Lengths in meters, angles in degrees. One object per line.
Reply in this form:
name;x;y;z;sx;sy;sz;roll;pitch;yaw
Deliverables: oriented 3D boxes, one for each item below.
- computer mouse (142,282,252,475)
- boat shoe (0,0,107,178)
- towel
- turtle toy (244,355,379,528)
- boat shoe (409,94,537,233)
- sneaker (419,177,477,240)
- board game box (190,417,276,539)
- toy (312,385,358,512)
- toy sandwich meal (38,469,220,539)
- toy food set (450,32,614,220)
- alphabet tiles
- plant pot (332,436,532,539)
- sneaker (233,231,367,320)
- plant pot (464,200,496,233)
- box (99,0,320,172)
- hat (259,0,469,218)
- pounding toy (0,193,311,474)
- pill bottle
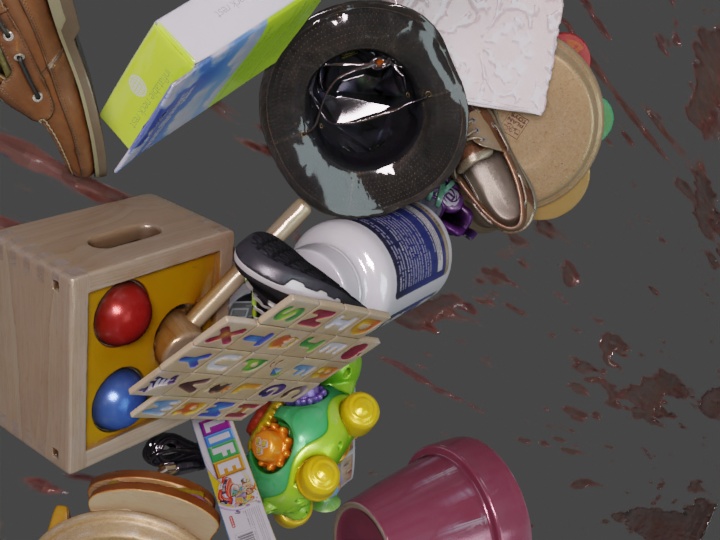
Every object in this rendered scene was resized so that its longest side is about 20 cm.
computer mouse;-0.133;0.095;1.025;0.109;0.044;0.202;3;112;-49
boat shoe;-0.220;-0.141;0.756;0.067;0.072;0.201;-17;136;-13
towel;0.109;-0.261;1.067;0.189;0.032;0.202;7;98;-23
turtle toy;-0.050;0.149;1.081;0.201;0.101;0.146;-56;180;-32
boat shoe;0.114;-0.125;1.116;0.075;0.201;0.072;-35;-176;15
sneaker;0.063;-0.103;1.130;0.075;0.087;0.200;-57;145;-13
board game box;-0.101;0.197;0.933;0.034;0.201;0.135;-18;133;-10
toy;-0.031;0.174;1.200;0.115;0.047;0.202;-27;130;-44
toy sandwich meal;-0.196;0.266;0.957;0.070;0.203;0.207;-84;-179;-66
toy food set;0.162;-0.158;1.168;0.049;0.198;0.200;-71;178;-70
alphabet tiles;-0.072;0.070;0.835;0.166;0.006;0.199;-36;156;23
plant pot;0.074;0.313;1.316;0.177;0.200;0.202;-9;118;-34
sneaker;-0.051;0.037;0.851;0.083;0.072;0.200;-51;155;0
plant pot;0.184;-0.132;1.274;0.200;0.092;0.203;-30;130;-42
box;-0.109;-0.163;0.825;0.200;0.048;0.122;-45;-178;-41
hat;-0.002;-0.151;1.003;0.198;0.081;0.203;-5;118;-9
pounding toy;-0.160;0.031;0.860;0.199;0.141;0.186;-20;125;-47
pill bottle;0.000;0.000;1.057;0.200;0.110;0.112;-24;129;-59
